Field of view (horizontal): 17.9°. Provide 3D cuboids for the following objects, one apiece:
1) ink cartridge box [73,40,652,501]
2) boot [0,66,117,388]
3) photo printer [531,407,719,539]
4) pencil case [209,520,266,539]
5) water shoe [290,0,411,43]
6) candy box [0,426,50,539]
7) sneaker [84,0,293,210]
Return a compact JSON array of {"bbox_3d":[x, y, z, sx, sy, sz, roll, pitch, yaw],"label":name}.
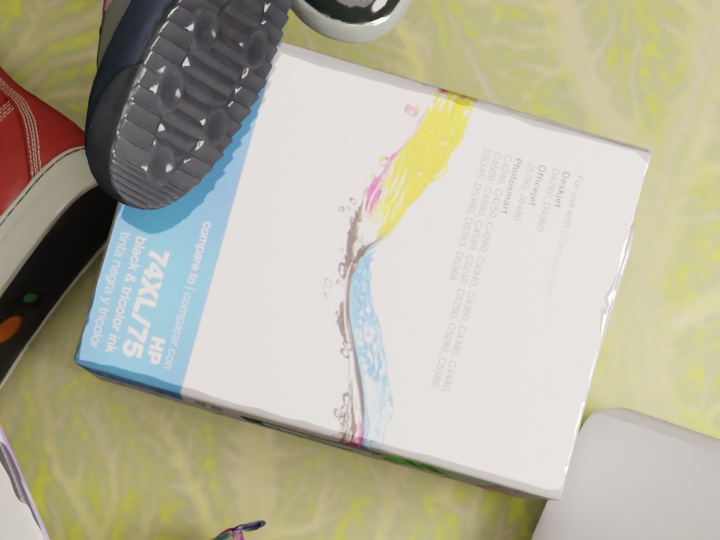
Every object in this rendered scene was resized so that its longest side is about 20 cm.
[{"bbox_3d":[0.000,0.000,0.950,0.199,0.147,0.147,16,84,-1],"label":"ink cartridge box"},{"bbox_3d":[-0.208,-0.008,0.985,0.144,0.072,0.200,42,95,22],"label":"boot"},{"bbox_3d":[0.149,0.157,0.925,0.069,0.200,0.167,27,84,-42],"label":"photo printer"},{"bbox_3d":[-0.123,0.173,0.960,0.199,0.087,0.088,-18,86,-3],"label":"pencil case"},{"bbox_3d":[0.000,-0.194,0.915,0.071,0.079,0.201,6,86,-3],"label":"water shoe"},{"bbox_3d":[-0.209,0.154,0.887,0.199,0.072,0.168,-22,53,-11],"label":"candy box"},{"bbox_3d":[-0.071,-0.117,0.867,0.082,0.070,0.201,10,69,32],"label":"sneaker"}]
